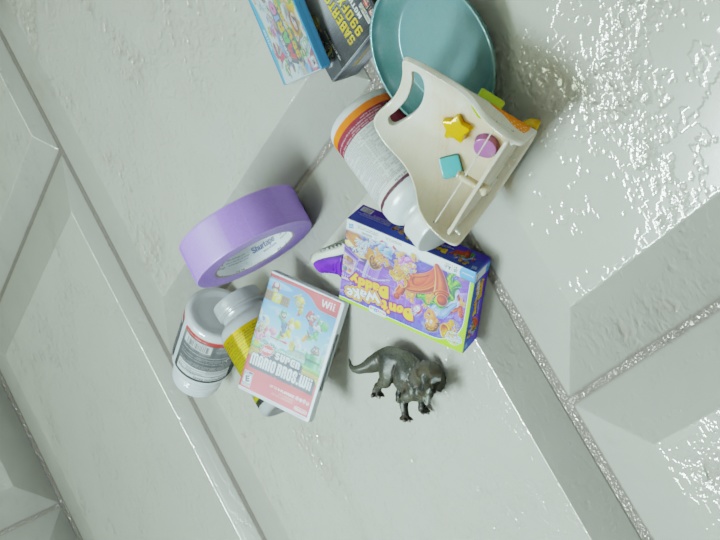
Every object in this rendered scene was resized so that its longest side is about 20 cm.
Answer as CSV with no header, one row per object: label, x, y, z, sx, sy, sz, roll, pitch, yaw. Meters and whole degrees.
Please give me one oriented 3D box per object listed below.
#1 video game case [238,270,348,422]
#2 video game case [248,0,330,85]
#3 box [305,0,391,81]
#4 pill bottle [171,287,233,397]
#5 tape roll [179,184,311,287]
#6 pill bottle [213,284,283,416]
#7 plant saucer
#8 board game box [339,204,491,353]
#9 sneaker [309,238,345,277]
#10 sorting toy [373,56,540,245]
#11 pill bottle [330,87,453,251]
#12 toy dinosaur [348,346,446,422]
video game case,-0.107,0.118,1.986,0.142,0.017,0.202,22,102,26
video game case,-0.103,-0.339,1.770,0.144,0.018,0.200,67,165,-9
box,-0.034,-0.380,1.686,0.201,0.048,0.158,63,146,9
pill bottle,-0.272,0.132,2.245,0.116,0.115,0.201,52,144,22
tape roll,-0.175,-0.051,1.931,0.066,0.199,0.200,61,146,10
pill bottle,-0.160,0.129,2.087,0.201,0.112,0.113,59,145,13
plant saucer,0.096,-0.269,1.557,0.199,0.036,0.202,28,134,33
board game box,0.070,0.011,1.705,0.198,0.045,0.136,23,128,23
sneaker,0.000,0.000,1.832,0.199,0.069,0.100,-15,98,57
sorting toy,0.104,-0.165,1.512,0.179,0.107,0.201,37,140,6
pill bottle,0.056,-0.130,1.645,0.201,0.109,0.110,54,144,19
toy dinosaur,0.063,0.154,1.845,0.200,0.076,0.103,34,122,47
